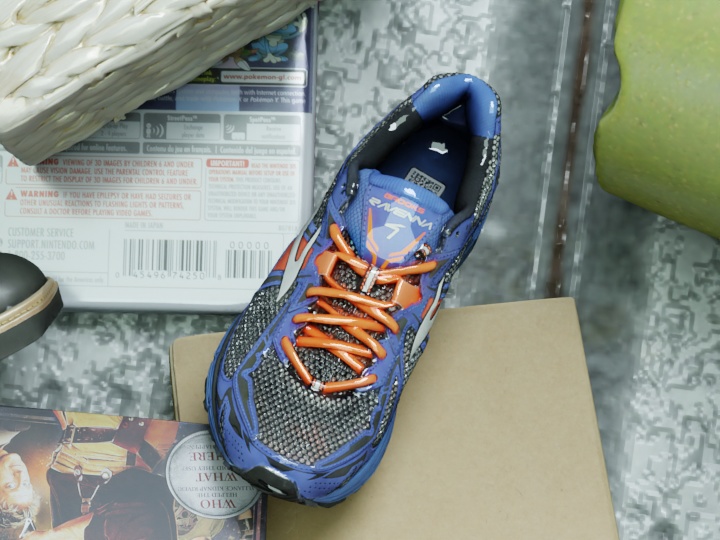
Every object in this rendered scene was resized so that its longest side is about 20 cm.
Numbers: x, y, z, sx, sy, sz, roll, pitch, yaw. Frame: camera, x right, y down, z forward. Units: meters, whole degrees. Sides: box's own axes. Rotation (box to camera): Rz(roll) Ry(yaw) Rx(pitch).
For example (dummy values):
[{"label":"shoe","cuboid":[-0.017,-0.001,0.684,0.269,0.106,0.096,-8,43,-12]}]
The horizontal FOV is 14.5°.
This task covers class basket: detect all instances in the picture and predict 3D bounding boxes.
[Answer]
[{"label":"basket","cuboid":[-0.081,-0.139,1.047,0.199,0.136,0.124,-31,87,-2]}]

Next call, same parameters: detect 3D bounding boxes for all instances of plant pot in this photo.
[{"label":"plant pot","cuboid":[0.191,-0.068,1.046,0.183,0.200,0.201,15,85,13]}]

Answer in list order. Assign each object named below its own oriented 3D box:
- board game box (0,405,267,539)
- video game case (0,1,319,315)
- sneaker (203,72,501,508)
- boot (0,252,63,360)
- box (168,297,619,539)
[{"label":"board game box","cuboid":[-0.134,0.114,1.001,0.199,0.035,0.136,5,58,-7]},{"label":"video game case","cuboid":[-0.117,-0.075,1.119,0.199,0.023,0.183,1,85,1]},{"label":"sneaker","cuboid":[0.000,0.000,1.040,0.075,0.079,0.201,23,53,0]},{"label":"boot","cuboid":[-0.222,-0.019,1.056,0.199,0.077,0.139,-10,103,8]},{"label":"box","cuboid":[0.017,0.106,1.056,0.163,0.021,0.201,-6,57,-4]}]
